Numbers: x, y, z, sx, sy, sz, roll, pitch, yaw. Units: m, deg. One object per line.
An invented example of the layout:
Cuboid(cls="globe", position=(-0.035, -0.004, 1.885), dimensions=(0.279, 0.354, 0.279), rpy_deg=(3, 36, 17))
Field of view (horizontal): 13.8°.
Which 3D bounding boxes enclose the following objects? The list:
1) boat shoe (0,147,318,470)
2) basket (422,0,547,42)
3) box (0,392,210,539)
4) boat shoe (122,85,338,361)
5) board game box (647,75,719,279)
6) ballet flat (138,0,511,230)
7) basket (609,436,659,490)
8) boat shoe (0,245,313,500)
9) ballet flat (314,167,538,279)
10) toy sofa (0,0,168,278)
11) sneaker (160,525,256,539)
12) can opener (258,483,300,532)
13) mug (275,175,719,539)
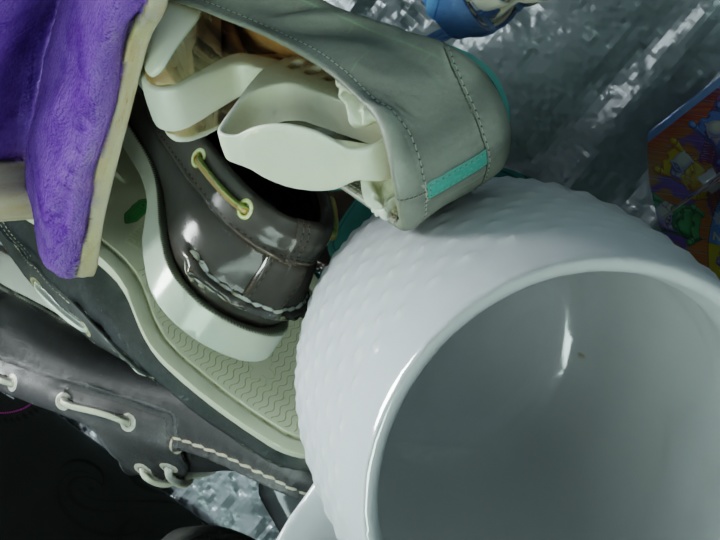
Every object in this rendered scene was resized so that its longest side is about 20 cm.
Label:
Cuboid(cls="boat shoe", position=(-0.073, 0.009, 1.133), dimensions=(0.200, 0.072, 0.068), rpy_deg=(40, 150, 23))
Cuboid(cls="basket", position=(0.017, -0.164, 0.993), dimensions=(0.199, 0.139, 0.177), rpy_deg=(-19, 107, 34))
Cuboid(cls="box", position=(-0.185, 0.157, 1.266), dimensions=(0.148, 0.200, 0.125), rpy_deg=(36, 129, 8))
Cuboid(cls="boat shoe", position=(-0.051, -0.053, 1.094), dimensions=(0.071, 0.202, 0.061), rpy_deg=(20, 121, -30))
Cuboid(cls="board game box", position=(0.187, -0.015, 1.042), dimensions=(0.158, 0.039, 0.200), rpy_deg=(49, 131, -3))
Cuboid(cls="ballet flat", position=(-0.036, -0.065, 0.991), dimensions=(0.200, 0.064, 0.068), rpy_deg=(24, 142, 42))
Cuboid(cls="basket", position=(0.187, 0.125, 1.093), dimensions=(0.143, 0.148, 0.201), rpy_deg=(46, 158, 56))
Cuboid(cls="boat shoe", position=(-0.084, 0.054, 1.208), dimensions=(0.199, 0.074, 0.061), rpy_deg=(27, 96, 25))
Cuboid(cls="ballet flat", position=(0.000, 0.000, 1.157), dimensions=(0.199, 0.067, 0.071), rpy_deg=(-2, 131, 36))
Cuboid(cls="toy sofa", position=(-0.127, -0.080, 1.024), dimensions=(0.200, 0.082, 0.098), rpy_deg=(113, 149, -56))
Cuboid(cls="sneaker", position=(-0.069, 0.174, 1.246), dimensions=(0.115, 0.076, 0.200), rpy_deg=(-2, 143, 30))
Cuboid(cls="can opener", position=(0.032, 0.151, 1.242), dimensions=(0.067, 0.053, 0.201), rpy_deg=(-28, 102, 6))
Cuboid(cls="mug", position=(0.033, 0.062, 0.988), dimensions=(0.148, 0.175, 0.200), rpy_deg=(40, 93, -21))
